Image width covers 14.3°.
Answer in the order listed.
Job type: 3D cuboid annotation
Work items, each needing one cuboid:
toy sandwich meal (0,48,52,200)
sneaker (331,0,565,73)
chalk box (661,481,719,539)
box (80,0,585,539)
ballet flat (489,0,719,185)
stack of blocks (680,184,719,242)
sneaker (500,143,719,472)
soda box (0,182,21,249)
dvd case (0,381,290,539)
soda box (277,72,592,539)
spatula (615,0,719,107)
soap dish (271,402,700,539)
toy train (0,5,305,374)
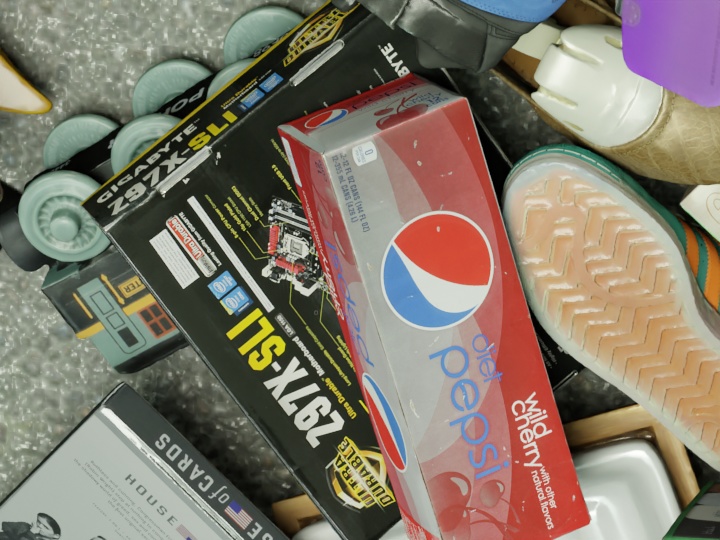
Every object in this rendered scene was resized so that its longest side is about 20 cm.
[{"bbox_3d":[-0.191,-0.124,1.270,0.070,0.205,0.206,-21,103,3],"label":"toy sandwich meal"},{"bbox_3d":[0.003,-0.167,1.163,0.200,0.077,0.111,46,120,6],"label":"sneaker"},{"bbox_3d":[0.195,0.156,1.203,0.123,0.125,0.201,3,98,16],"label":"chalk box"},{"bbox_3d":[0.000,0.000,1.254,0.160,0.049,0.200,-39,114,-4],"label":"box"},{"bbox_3d":[0.080,-0.097,1.214,0.200,0.072,0.068,40,110,31],"label":"ballet flat"},{"bbox_3d":[0.231,0.012,1.232,0.200,0.115,0.059,44,113,-2],"label":"stack of blocks"},{"bbox_3d":[0.127,0.007,1.250,0.071,0.080,0.200,-32,121,21],"label":"sneaker"},{"bbox_3d":[-0.264,-0.052,1.364,0.199,0.071,0.063,32,114,2],"label":"soda box"},{"bbox_3d":[-0.098,0.143,1.360,0.150,0.025,0.200,44,145,-3],"label":"dvd case"},{"bbox_3d":[0.032,0.024,1.209,0.070,0.063,0.201,-22,110,-14],"label":"soda box"},{"bbox_3d":[0.096,-0.124,1.175,0.020,0.200,0.057,-10,119,-25],"label":"spatula"},{"bbox_3d":[0.077,0.149,1.339,0.199,0.081,0.158,-16,104,20],"label":"soap dish"},{"bbox_3d":[-0.068,-0.036,1.318,0.199,0.085,0.114,-28,113,19],"label":"toy train"}]
